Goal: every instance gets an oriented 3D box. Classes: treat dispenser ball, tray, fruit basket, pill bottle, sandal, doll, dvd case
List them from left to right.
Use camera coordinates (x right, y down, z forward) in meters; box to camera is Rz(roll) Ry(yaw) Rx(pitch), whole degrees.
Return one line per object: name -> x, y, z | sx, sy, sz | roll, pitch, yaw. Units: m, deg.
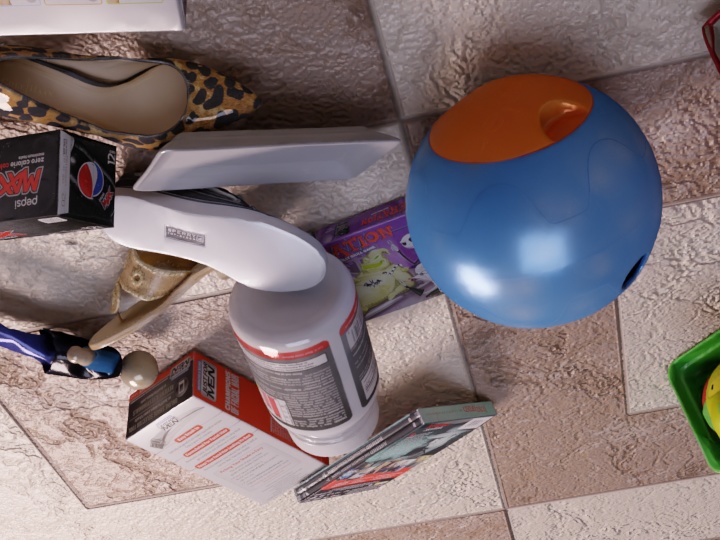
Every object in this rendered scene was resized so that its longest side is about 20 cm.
doll -> -0.293, 0.079, 1.097 | 0.200, 0.049, 0.136 | 20, 165, -24
sandal -> -0.179, -0.007, 1.031 | 0.211, 0.078, 0.070 | -27, 108, 15
tray -> -0.077, -0.093, 0.908 | 0.200, 0.022, 0.107 | -5, 171, -24
pill bottle -> -0.045, 0.083, 1.050 | 0.116, 0.116, 0.200 | -9, 138, 5
dvd case -> 0.039, 0.203, 1.250 | 0.200, 0.022, 0.146 | -37, 156, 32
treat dispenser ball -> 0.136, -0.054, 0.888 | 0.200, 0.201, 0.201 | -2, 138, -2
fruit basket -> 0.401, 0.111, 1.120 | 0.215, 0.156, 0.216 | -13, 148, -8

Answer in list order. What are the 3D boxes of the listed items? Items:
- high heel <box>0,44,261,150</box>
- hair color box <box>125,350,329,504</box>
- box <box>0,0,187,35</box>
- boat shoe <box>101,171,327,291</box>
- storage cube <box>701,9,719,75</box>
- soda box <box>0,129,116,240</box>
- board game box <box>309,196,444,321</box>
high heel -> -0.178, -0.131, 0.829 | 0.200, 0.072, 0.143 | 2, -179, 1
hair color box -> -0.142, 0.175, 1.221 | 0.111, 0.064, 0.200 | -33, 132, 28
box -> -0.217, -0.228, 0.737 | 0.200, 0.113, 0.101 | -2, 139, -1
boat shoe -> -0.121, -0.040, 0.964 | 0.200, 0.068, 0.072 | 13, 128, 3
storage cube -> 0.393, -0.139, 0.822 | 0.180, 0.200, 0.171 | 22, 131, -34
soda box -> -0.289, -0.062, 0.889 | 0.200, 0.071, 0.063 | -5, 171, 29
board game box -> 0.000, 0.000, 1.068 | 0.200, 0.032, 0.120 | -20, 131, 18
